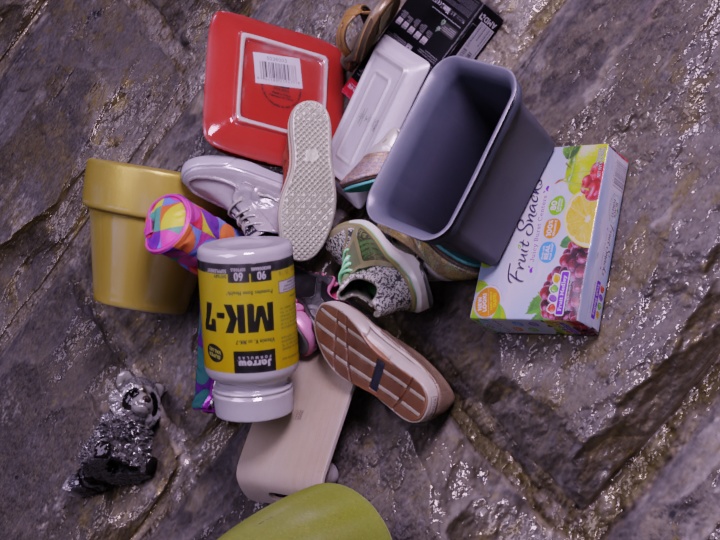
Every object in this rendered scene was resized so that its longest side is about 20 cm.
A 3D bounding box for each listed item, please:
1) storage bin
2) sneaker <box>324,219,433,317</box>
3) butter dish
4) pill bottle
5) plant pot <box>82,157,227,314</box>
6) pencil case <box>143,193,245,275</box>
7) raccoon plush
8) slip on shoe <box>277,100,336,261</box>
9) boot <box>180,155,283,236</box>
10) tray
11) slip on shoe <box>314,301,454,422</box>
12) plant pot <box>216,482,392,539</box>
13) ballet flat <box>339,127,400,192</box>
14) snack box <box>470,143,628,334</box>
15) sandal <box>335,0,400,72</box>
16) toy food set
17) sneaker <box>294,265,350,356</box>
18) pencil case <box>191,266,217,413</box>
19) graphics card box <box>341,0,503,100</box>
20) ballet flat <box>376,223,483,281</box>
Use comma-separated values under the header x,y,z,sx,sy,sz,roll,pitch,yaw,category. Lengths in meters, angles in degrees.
x,y,z,sx,sy,sz,roll,pitch,yaw,category
0.113,-0.109,1.499,0.145,0.134,0.202,22,83,43,storage bin
0.000,0.000,1.635,0.199,0.088,0.078,32,137,51,sneaker
-0.133,-0.214,1.835,0.148,0.198,0.202,-33,50,57,butter dish
-0.129,0.067,1.609,0.113,0.114,0.203,7,104,43,pill bottle
-0.287,-0.044,1.873,0.199,0.199,0.192,12,94,44,plant pot
-0.197,-0.027,1.777,0.087,0.200,0.089,-13,62,26,pencil case
-0.345,0.217,1.870,0.198,0.096,0.135,-19,51,35,raccoon plush
-0.069,-0.109,1.720,0.061,0.073,0.203,137,136,-73,slip on shoe
-0.138,-0.078,1.748,0.074,0.197,0.096,108,173,-53,boot
0.009,-0.188,1.716,0.107,0.022,0.202,40,110,44,tray
0.027,0.102,1.581,0.199,0.060,0.077,34,117,35,slip on shoe
-0.091,0.333,1.473,0.185,0.199,0.190,-1,89,39,plant pot
0.067,-0.141,1.654,0.197,0.068,0.068,-9,83,15,ballet flat
0.207,-0.034,1.513,0.141,0.053,0.202,-2,69,42,snack box
-0.003,-0.305,1.747,0.081,0.054,0.200,-55,7,-11,sandal
-0.058,0.185,1.655,0.142,0.060,0.202,0,63,42,toy food set
-0.067,0.030,1.729,0.095,0.080,0.200,-25,37,-10,sneaker
-0.166,0.080,1.722,0.084,0.092,0.203,6,105,8,pencil case
0.076,-0.272,1.741,0.201,0.051,0.126,-54,45,10,graphics card box
0.082,-0.027,1.622,0.071,0.070,0.200,-54,46,8,ballet flat
